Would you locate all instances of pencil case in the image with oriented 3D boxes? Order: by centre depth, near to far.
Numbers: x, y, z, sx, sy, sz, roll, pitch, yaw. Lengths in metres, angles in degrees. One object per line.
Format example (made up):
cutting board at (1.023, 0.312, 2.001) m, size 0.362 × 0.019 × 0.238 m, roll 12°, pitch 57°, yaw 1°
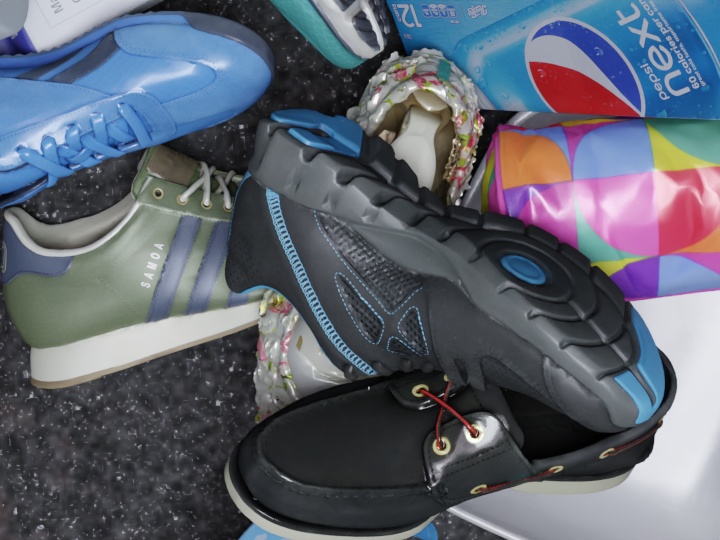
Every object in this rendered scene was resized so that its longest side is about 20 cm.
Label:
pencil case at (0.151, -0.027, 1.032) m, size 0.199 × 0.088 × 0.089 m, roll -3°, pitch 96°, yaw 1°

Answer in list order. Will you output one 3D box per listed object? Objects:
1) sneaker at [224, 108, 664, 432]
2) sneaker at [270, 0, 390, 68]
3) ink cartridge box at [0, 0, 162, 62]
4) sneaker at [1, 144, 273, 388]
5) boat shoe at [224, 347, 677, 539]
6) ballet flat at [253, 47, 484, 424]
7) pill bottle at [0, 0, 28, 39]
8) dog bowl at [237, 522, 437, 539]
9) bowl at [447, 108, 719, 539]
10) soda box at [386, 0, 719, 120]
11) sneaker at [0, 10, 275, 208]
sneaker at (0.032, 0.014, 0.977) m, size 0.200 × 0.073 × 0.082 m, roll 34°, pitch 115°, yaw 23°
sneaker at (-0.070, -0.157, 1.061) m, size 0.200 × 0.078 × 0.080 m, roll 41°, pitch 114°, yaw -4°
ink cartridge box at (-0.152, -0.203, 1.099) m, size 0.199 × 0.041 × 0.200 m, roll -29°, pitch 96°, yaw 3°
sneaker at (-0.072, -0.019, 1.106) m, size 0.199 × 0.067 × 0.090 m, roll -19°, pitch 102°, yaw 4°
boat shoe at (0.039, 0.063, 1.007) m, size 0.200 × 0.063 × 0.074 m, roll -7°, pitch 55°, yaw -27°
ballet flat at (0.000, 0.000, 1.049) m, size 0.075 × 0.064 × 0.201 m, roll 15°, pitch 94°, yaw -4°
pill bottle at (-0.253, -0.121, 1.053) m, size 0.199 × 0.114 × 0.115 m, roll -15°, pitch 97°, yaw 12°
dog bowl at (-0.019, 0.159, 1.075) m, size 0.050 × 0.200 × 0.111 m, roll 38°, pitch 70°, yaw 22°
bowl at (0.123, 0.033, 1.114) m, size 0.199 × 0.075 × 0.201 m, roll 22°, pitch 96°, yaw -4°
soda box at (0.108, -0.109, 1.034) m, size 0.068 × 0.199 × 0.064 m, roll -41°, pitch 121°, yaw -34°
sneaker at (-0.133, -0.060, 1.074) m, size 0.199 × 0.079 × 0.066 m, roll -8°, pitch 140°, yaw 14°
